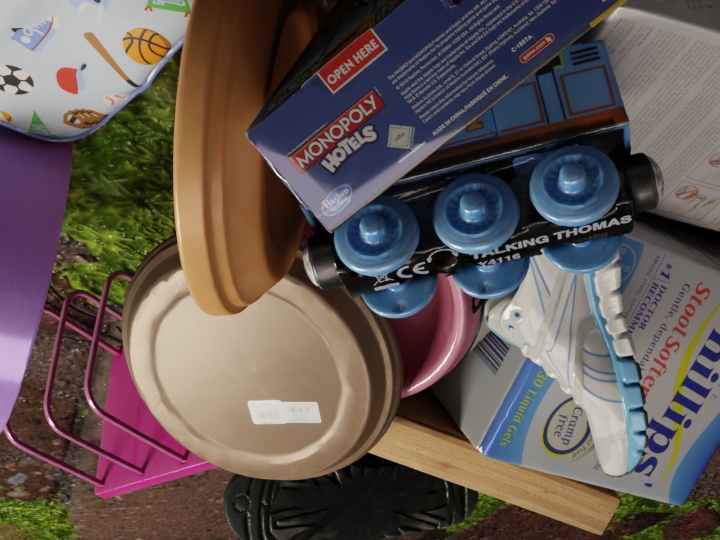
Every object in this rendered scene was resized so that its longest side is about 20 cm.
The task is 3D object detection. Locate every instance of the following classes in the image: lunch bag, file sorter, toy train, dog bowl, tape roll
[{"bbox_3d":[-0.170,-0.156,0.564,0.160,0.076,0.200,24,141,-30],"label":"lunch bag"},{"bbox_3d":[-0.168,0.077,0.870,0.199,0.140,0.125,-20,142,28],"label":"file sorter"},{"bbox_3d":[0.061,-0.048,0.603,0.199,0.115,0.087,-14,152,9],"label":"toy train"},{"bbox_3d":[0.000,0.000,0.726,0.199,0.074,0.201,10,124,16],"label":"dog bowl"},{"bbox_3d":[-0.238,-0.001,0.686,0.065,0.201,0.200,13,145,-22],"label":"tape roll"}]

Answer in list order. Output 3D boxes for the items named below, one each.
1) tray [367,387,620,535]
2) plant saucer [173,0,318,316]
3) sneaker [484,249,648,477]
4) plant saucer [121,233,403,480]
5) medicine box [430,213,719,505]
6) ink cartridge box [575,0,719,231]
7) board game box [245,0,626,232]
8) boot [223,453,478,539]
[{"bbox_3d":[0.088,0.128,0.816,0.199,0.099,0.037,21,104,-15],"label":"tray"},{"bbox_3d":[-0.052,-0.075,0.572,0.037,0.201,0.201,6,148,7],"label":"plant saucer"},{"bbox_3d":[0.124,0.039,0.678,0.086,0.075,0.201,-15,103,5],"label":"sneaker"},{"bbox_3d":[-0.070,0.062,0.721,0.199,0.030,0.201,7,119,12],"label":"plant saucer"},{"bbox_3d":[0.184,0.054,0.797,0.199,0.103,0.183,18,107,-26],"label":"medicine box"},{"bbox_3d":[0.198,-0.101,0.685,0.199,0.057,0.163,8,147,-20],"label":"ink cartridge box"},{"bbox_3d":[0.045,-0.131,0.537,0.200,0.200,0.062,-38,108,13],"label":"board game box"},{"bbox_3d":[-0.020,0.169,0.879,0.199,0.077,0.168,-4,-178,-15],"label":"boot"}]
